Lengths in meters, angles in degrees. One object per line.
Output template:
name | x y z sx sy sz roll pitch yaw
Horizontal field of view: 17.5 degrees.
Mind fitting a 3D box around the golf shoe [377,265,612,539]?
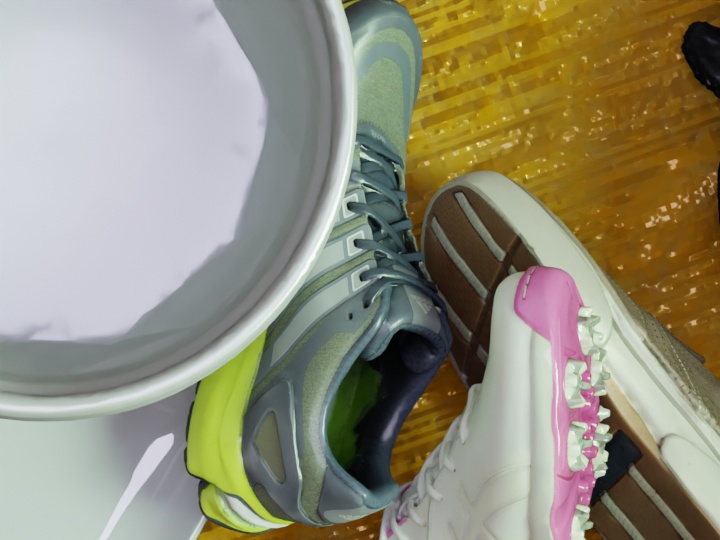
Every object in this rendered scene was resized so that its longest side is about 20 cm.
golf shoe | 0.041 0.090 0.828 0.091 0.075 0.200 7 117 14

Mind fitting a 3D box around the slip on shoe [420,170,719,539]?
slip on shoe | 0.099 0.045 0.866 0.061 0.076 0.200 -28 75 -42

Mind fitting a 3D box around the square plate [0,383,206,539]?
square plate | -0.168 0.094 0.858 0.200 0.028 0.198 26 92 -12

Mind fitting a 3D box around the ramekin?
ramekin | -0.102 -0.049 0.772 0.200 0.105 0.201 0 85 -4

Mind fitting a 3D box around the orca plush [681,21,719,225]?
orca plush | 0.142 -0.088 0.861 0.071 0.105 0.200 7 116 37

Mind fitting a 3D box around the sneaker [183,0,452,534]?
sneaker | 0.000 0.000 0.841 0.081 0.074 0.201 5 84 42
